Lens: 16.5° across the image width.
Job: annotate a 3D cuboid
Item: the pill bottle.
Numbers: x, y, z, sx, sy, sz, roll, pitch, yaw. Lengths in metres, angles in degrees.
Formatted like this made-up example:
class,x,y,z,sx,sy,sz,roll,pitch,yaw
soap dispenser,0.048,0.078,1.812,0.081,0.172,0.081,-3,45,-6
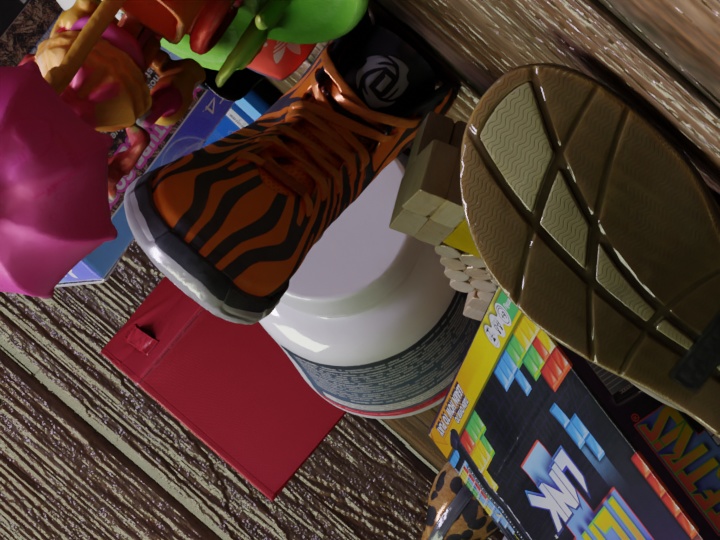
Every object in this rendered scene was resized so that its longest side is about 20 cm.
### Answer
class,x,y,z,sx,sy,sz,roll,pitch,yaw
pill bottle,0.000,0.000,1.303,0.120,0.120,0.200,39,174,17

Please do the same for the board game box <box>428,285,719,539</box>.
class,x,y,z,sx,sy,sz,roll,pitch,yaw
board game box,0.108,0.087,0.989,0.165,0.057,0.200,54,163,14

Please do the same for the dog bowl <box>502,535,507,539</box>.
class,x,y,z,sx,sy,sz,roll,pitch,yaw
dog bowl,0.176,0.185,1.503,0.200,0.059,0.200,16,-177,-1

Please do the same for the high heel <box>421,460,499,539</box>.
class,x,y,z,sx,sy,sz,roll,pitch,yaw
high heel,0.095,0.138,1.607,0.071,0.143,0.200,39,174,18

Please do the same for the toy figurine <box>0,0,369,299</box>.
class,x,y,z,sx,sy,sz,roll,pitch,yaw
toy figurine,-0.112,-0.068,0.938,0.150,0.184,0.200,36,157,0

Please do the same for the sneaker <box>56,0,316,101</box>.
class,x,y,z,sx,sy,sz,roll,pitch,yaw
sneaker,-0.079,-0.119,1.133,0.085,0.075,0.200,48,172,-22

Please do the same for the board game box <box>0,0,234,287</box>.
class,x,y,z,sx,sy,sz,roll,pitch,yaw
board game box,-0.182,-0.115,1.333,0.200,0.160,0.097,44,158,-21

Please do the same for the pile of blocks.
class,x,y,z,sx,sy,sz,roll,pitch,yaw
pile of blocks,0.077,-0.013,1.045,0.082,0.062,0.200,5,156,25

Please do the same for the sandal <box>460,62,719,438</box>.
class,x,y,z,sx,sy,sz,roll,pitch,yaw
sandal,0.114,0.004,0.878,0.200,0.080,0.054,38,-163,-11

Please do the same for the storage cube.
class,x,y,z,sx,sy,sz,roll,pitch,yaw
storage cube,-0.106,0.078,2.310,0.200,0.180,0.171,42,174,-18

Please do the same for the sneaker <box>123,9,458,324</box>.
class,x,y,z,sx,sy,sz,roll,pitch,yaw
sneaker,-0.025,-0.053,1.016,0.078,0.112,0.200,42,-160,-4

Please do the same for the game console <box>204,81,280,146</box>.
class,x,y,z,sx,sy,sz,roll,pitch,yaw
game console,-0.071,-0.099,1.531,0.200,0.118,0.171,42,143,-14
